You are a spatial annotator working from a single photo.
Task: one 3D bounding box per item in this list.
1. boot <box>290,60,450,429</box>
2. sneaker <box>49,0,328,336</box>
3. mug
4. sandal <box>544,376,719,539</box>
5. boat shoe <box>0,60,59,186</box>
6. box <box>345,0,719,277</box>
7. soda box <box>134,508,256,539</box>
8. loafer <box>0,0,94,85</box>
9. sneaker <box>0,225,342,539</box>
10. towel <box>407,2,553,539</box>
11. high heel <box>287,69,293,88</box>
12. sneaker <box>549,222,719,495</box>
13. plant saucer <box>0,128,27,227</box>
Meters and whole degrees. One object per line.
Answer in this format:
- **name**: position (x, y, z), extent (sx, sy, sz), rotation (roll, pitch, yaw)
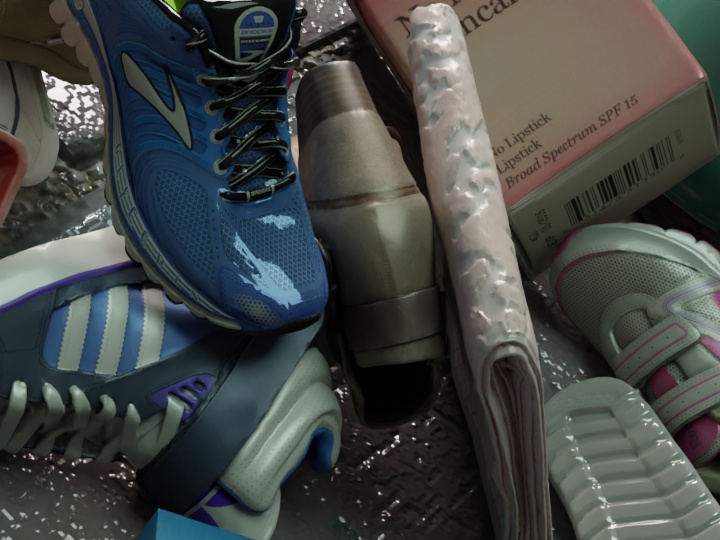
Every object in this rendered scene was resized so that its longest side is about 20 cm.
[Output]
- **boot**: position (0.000, 0.000, 0.927), extent (0.070, 0.200, 0.147), rotation (-13, 74, -2)
- **sneaker**: position (-0.062, -0.069, 0.813), extent (0.078, 0.089, 0.201), rotation (-21, 85, -41)
- **mug**: position (0.221, -0.092, 1.185), extent (0.152, 0.115, 0.185), rotation (49, 17, 29)
- **sandal**: position (0.141, 0.136, 0.956), extent (0.050, 0.082, 0.203), rotation (61, 12, -49)
- **boat shoe**: position (-0.191, -0.121, 0.960), extent (0.070, 0.071, 0.200), rotation (31, 25, -54)
- **box**: position (0.084, -0.121, 1.081), extent (0.200, 0.128, 0.109), rotation (57, 2, 23)
- **soda box**: position (-0.066, 0.191, 0.734), extent (0.064, 0.068, 0.201), rotation (20, 42, -20)
- **loafer**: position (-0.136, -0.131, 0.909), extent (0.076, 0.067, 0.200), rotation (58, 20, 5)
- **sneaker**: position (-0.096, 0.063, 0.829), extent (0.199, 0.081, 0.147), rotation (-23, 77, -37)
- **towel**: position (0.053, 0.012, 0.925), extent (0.032, 0.191, 0.201), rotation (-11, 51, -1)
- **high heel**: position (-0.039, -0.168, 1.109), extent (0.096, 0.068, 0.200), rotation (30, 53, 7)
- **sneaker**: position (0.174, 0.056, 1.039), extent (0.200, 0.081, 0.088), rotation (40, 37, 5)
- **plant saucer**: position (-0.245, -0.001, 0.722), extent (0.199, 0.037, 0.201), rotation (30, 75, -29)
